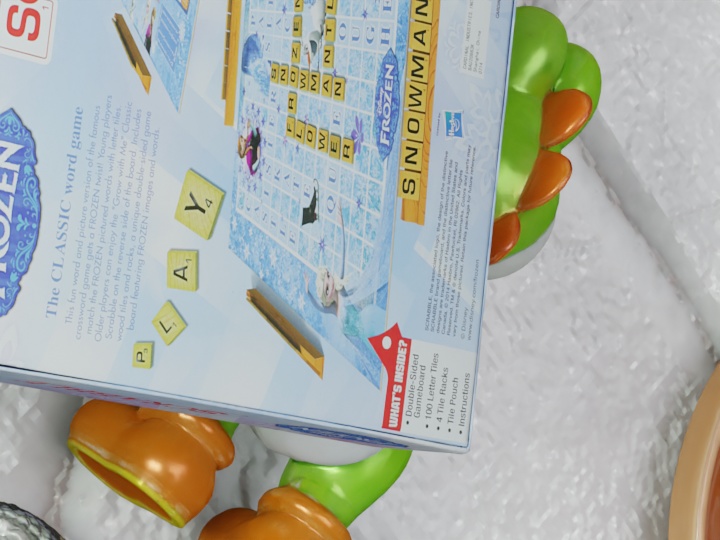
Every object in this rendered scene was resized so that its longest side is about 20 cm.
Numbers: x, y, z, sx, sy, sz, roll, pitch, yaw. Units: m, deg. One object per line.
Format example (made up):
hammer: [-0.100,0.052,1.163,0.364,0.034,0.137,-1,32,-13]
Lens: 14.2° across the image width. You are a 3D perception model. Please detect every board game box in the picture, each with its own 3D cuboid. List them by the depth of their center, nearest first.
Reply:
board game box: [-0.041,-0.063,0.761,0.199,0.041,0.201,14,80,-43]

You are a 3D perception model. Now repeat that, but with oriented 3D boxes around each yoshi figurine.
yoshi figurine: [-0.004,0.001,0.907,0.200,0.112,0.113,-53,160,-13]

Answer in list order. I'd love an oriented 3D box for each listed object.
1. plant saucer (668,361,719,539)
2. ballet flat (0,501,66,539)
plant saucer: [0.187,0.103,1.059,0.199,0.032,0.202,3,85,-36]
ballet flat: [-0.159,0.088,0.785,0.199,0.072,0.073,3,84,-36]
